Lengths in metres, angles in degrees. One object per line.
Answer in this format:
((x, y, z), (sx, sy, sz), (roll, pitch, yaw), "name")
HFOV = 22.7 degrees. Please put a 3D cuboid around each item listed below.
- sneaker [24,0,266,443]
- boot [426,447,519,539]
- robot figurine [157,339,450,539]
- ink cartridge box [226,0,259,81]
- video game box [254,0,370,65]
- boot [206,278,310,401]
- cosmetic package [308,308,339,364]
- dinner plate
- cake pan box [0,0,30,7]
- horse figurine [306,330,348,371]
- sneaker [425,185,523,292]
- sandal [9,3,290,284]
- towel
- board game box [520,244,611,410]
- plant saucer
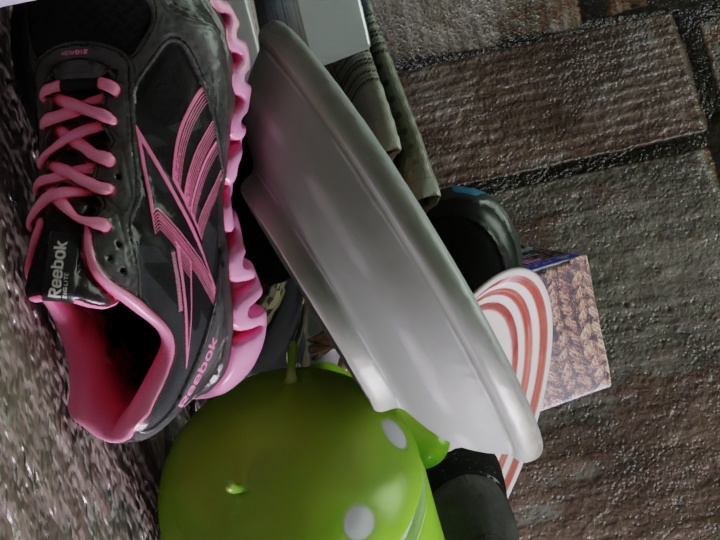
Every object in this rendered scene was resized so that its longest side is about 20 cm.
((-0.087, -0.028, 0.634), (0.095, 0.079, 0.201), (-44, 130, -53), "sneaker")
((0.058, 0.200, 0.886), (0.132, 0.069, 0.201), (-110, -171, -53), "boot")
((-0.021, 0.125, 0.781), (0.201, 0.115, 0.176), (74, 26, -44), "robot figurine")
((-0.089, -0.140, 0.858), (0.200, 0.068, 0.116), (-103, 179, -64), "ink cartridge box")
((-0.074, -0.218, 0.996), (0.182, 0.047, 0.201), (19, -54, 58), "video game box")
((-0.064, -0.026, 0.901), (0.151, 0.073, 0.201), (82, 5, -66), "boot")
((-0.028, 0.069, 1.095), (0.200, 0.082, 0.051), (71, 6, -65), "cosmetic package")
((0.049, 0.091, 0.967), (0.200, 0.024, 0.201), (-45, 147, -41), "dinner plate")
((-0.142, -0.194, 0.514), (0.184, 0.052, 0.201), (69, 10, -78), "cake pan box")
((0.000, 0.000, 0.912), (0.200, 0.050, 0.133), (-63, 152, -89), "horse figurine")
((0.047, 0.053, 1.019), (0.082, 0.073, 0.201), (-53, 153, -70), "sneaker")
((-0.088, -0.054, 0.738), (0.200, 0.048, 0.076), (47, 63, -49), "sandal")
((-0.034, -0.085, 1.070), (0.193, 0.034, 0.201), (-45, -120, 52), "towel")
((0.057, 0.047, 1.298), (0.200, 0.159, 0.097), (14, -62, 67), "board game box")
((0.000, -0.001, 0.709), (0.201, 0.050, 0.200), (58, -4, 6), "plant saucer")
